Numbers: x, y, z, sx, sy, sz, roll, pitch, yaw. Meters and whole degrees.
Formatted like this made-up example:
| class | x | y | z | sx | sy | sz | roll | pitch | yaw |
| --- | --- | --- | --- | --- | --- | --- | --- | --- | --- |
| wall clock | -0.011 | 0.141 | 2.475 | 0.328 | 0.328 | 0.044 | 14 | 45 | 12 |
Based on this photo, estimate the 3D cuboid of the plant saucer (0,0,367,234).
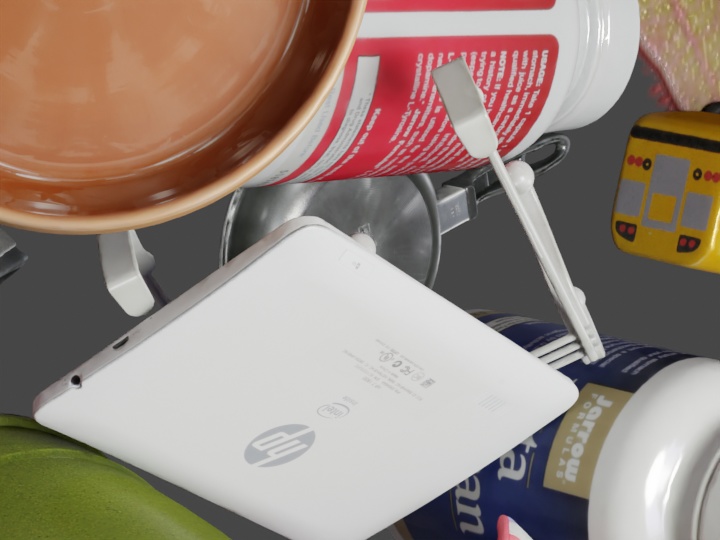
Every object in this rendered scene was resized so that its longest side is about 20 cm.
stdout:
| class | x | y | z | sx | sy | sz | roll | pitch | yaw |
| --- | --- | --- | --- | --- | --- | --- | --- | --- | --- |
| plant saucer | -0.096 | -0.111 | 0.980 | 0.199 | 0.032 | 0.201 | 0 | 84 | -4 |

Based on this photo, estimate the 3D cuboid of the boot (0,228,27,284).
| class | x | y | z | sx | sy | sz | roll | pitch | yaw |
| --- | --- | --- | --- | --- | --- | --- | --- | --- | --- |
| boot | -0.199 | -0.020 | 0.875 | 0.200 | 0.070 | 0.132 | -21 | 82 | -37 |

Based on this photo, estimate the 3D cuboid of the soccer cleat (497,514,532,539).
| class | x | y | z | sx | sy | sz | roll | pitch | yaw |
| --- | --- | --- | --- | --- | --- | --- | --- | --- | --- |
| soccer cleat | -0.007 | 0.166 | 1.129 | 0.199 | 0.067 | 0.077 | -26 | 114 | 4 |

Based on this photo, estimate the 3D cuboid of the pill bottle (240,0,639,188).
| class | x | y | z | sx | sy | sz | roll | pitch | yaw |
| --- | --- | --- | --- | --- | --- | --- | --- | --- | --- |
| pill bottle | 0.010 | -0.092 | 1.102 | 0.200 | 0.112 | 0.113 | -6 | 102 | -43 |

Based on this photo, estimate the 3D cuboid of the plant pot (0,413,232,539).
| class | x | y | z | sx | sy | sz | roll | pitch | yaw |
| --- | --- | --- | --- | --- | --- | --- | --- | --- | --- |
| plant pot | -0.085 | 0.166 | 1.008 | 0.200 | 0.193 | 0.201 | -10 | 105 | -41 |

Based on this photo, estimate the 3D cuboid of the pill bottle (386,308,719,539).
| class | x | y | z | sx | sy | sz | roll | pitch | yaw |
| --- | --- | --- | --- | --- | --- | --- | --- | --- | --- |
| pill bottle | 0.106 | 0.084 | 1.168 | 0.111 | 0.200 | 0.112 | -10 | 105 | -42 |

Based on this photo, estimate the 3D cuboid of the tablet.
| class | x | y | z | sx | sy | sz | roll | pitch | yaw |
| --- | --- | --- | --- | --- | --- | --- | --- | --- | --- |
| tablet | -0.015 | 0.049 | 1.066 | 0.130 | 0.014 | 0.200 | -34 | 145 | 18 |

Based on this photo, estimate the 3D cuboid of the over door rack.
| class | x | y | z | sx | sy | sz | roll | pitch | yaw |
| --- | --- | --- | --- | --- | --- | --- | --- | --- | --- |
| over door rack | 0.000 | 0.000 | 1.077 | 0.147 | 0.067 | 0.200 | -26 | 147 | 4 |

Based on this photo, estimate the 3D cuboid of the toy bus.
| class | x | y | z | sx | sy | sz | roll | pitch | yaw |
| --- | --- | --- | --- | --- | --- | --- | --- | --- | --- |
| toy bus | 0.207 | -0.030 | 1.335 | 0.200 | 0.065 | 0.079 | 10 | 92 | -44 |

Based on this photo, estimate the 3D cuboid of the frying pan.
| class | x | y | z | sx | sy | sz | roll | pitch | yaw |
| --- | --- | --- | --- | --- | --- | --- | --- | --- | --- |
| frying pan | 0.020 | -0.007 | 1.190 | 0.190 | 0.031 | 0.115 | 5 | 97 | -41 |
